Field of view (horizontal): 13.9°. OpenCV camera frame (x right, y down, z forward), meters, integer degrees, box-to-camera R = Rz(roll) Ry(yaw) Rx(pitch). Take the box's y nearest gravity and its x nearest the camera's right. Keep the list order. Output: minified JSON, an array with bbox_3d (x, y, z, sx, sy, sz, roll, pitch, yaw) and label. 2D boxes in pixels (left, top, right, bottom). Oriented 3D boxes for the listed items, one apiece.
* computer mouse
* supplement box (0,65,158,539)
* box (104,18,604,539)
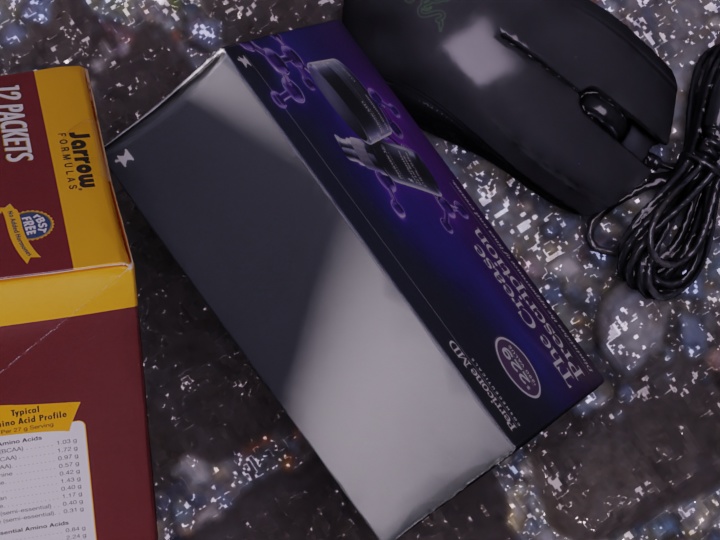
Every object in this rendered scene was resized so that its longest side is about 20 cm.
[{"bbox_3d":[0.087,-0.089,1.323,0.199,0.053,0.139,27,79,-2],"label":"computer mouse"},{"bbox_3d":[-0.188,0.048,1.171,0.196,0.201,0.133,-8,38,-9],"label":"supplement box"},{"bbox_3d":[0.000,0.000,1.243,0.079,0.141,0.200,-38,86,24],"label":"box"}]
